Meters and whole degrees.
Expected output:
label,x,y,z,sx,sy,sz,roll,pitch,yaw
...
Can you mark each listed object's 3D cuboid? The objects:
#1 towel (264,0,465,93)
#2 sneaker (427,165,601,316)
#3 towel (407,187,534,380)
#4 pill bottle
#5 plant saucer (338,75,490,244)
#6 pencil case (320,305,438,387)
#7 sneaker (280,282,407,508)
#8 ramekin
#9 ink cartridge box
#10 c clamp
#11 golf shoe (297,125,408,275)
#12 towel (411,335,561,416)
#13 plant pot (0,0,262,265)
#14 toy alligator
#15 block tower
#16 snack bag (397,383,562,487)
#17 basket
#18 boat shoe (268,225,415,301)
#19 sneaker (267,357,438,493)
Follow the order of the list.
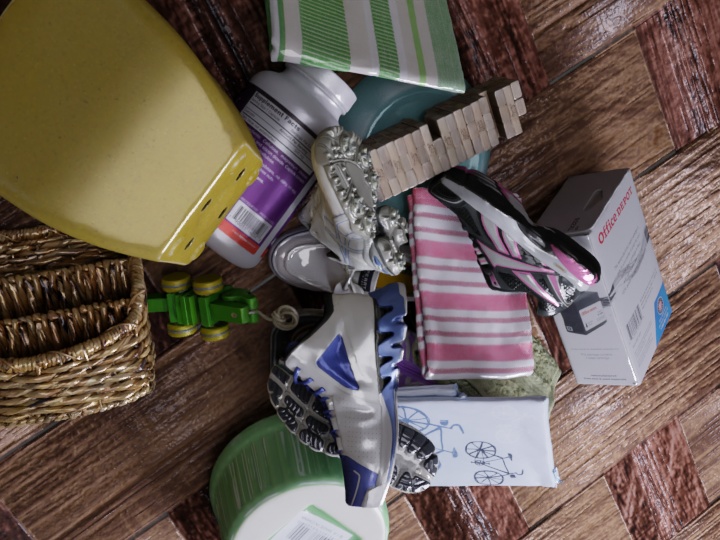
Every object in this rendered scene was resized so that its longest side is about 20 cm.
label,x,y,z,sx,sy,sz,roll,pitch,yaw
towel,0.001,-0.247,0.869,0.196,0.023,0.156,5,59,-23
sneaker,0.145,-0.023,0.918,0.199,0.080,0.087,38,114,5
towel,0.120,0.014,0.955,0.143,0.030,0.205,1,80,-29
pill bottle,-0.092,-0.111,0.870,0.112,0.112,0.201,37,89,-26
plant saucer,0.062,-0.124,0.969,0.196,0.036,0.205,-6,108,-20
pencil case,0.035,0.102,0.996,0.197,0.085,0.085,25,97,-24
sneaker,-0.020,0.109,0.830,0.112,0.081,0.205,4,89,-3
ramekin,-0.063,0.261,0.967,0.195,0.098,0.204,-6,122,-10
ink cartridge box,0.279,0.007,1.032,0.145,0.082,0.203,-47,121,-41
c clamp,-0.014,0.104,0.930,0.166,0.027,0.202,3,140,4
golf shoe,-0.023,-0.056,0.841,0.201,0.095,0.080,61,34,-53
towel,0.147,0.101,1.010,0.199,0.150,0.036,39,134,-15
plant pot,-0.194,-0.112,0.745,0.199,0.196,0.196,38,90,3
toy alligator,-0.135,0.033,0.887,0.054,0.196,0.061,-37,125,-58
block tower,0.076,-0.134,0.922,0.197,0.058,0.055,-27,112,-11
snack bag,0.113,0.181,0.963,0.195,0.022,0.190,-3,138,15
basket,-0.292,0.045,0.811,0.195,0.143,0.153,-7,107,-12
boat shoe,0.000,0.000,0.955,0.196,0.070,0.072,11,104,-16
sneaker,-0.014,0.162,0.903,0.199,0.080,0.078,38,74,-7
